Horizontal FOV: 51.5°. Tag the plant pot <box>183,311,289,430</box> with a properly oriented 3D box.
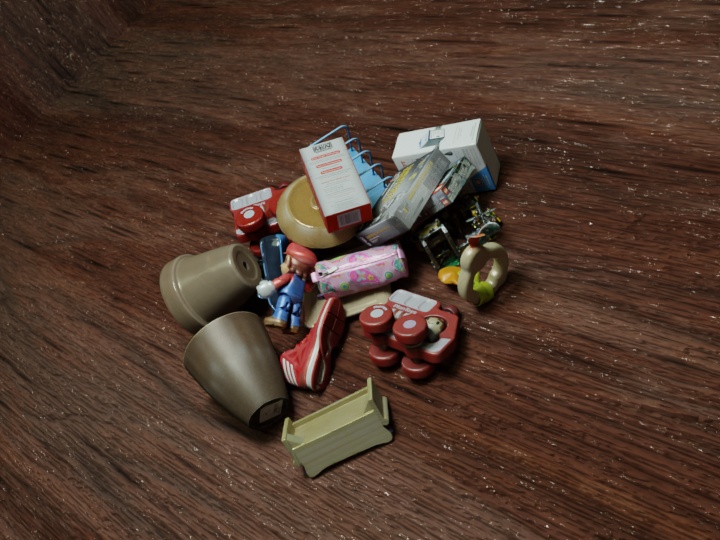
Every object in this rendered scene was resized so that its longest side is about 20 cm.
[{"bbox_3d":[-0.233,0.219,1.522,0.187,0.187,0.200,-39,57,-4],"label":"plant pot"}]

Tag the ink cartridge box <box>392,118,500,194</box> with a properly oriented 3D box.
[{"bbox_3d":[0.192,-0.243,1.661,0.200,0.147,0.086,-7,49,28],"label":"ink cartridge box"}]

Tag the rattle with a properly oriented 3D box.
[{"bbox_3d":[0.203,-0.037,1.429,0.130,0.200,0.143,-33,47,0],"label":"rattle"}]

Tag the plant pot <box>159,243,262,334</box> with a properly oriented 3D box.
[{"bbox_3d":[-0.322,0.029,1.694,0.174,0.200,0.200,-28,43,20],"label":"plant pot"}]

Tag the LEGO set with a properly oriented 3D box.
[{"bbox_3d":[0.185,-0.097,1.559,0.200,0.116,0.154,-26,43,10],"label":"LEGO set"}]

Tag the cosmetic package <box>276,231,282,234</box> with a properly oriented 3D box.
[{"bbox_3d":[-0.172,-0.132,1.850,0.200,0.073,0.104,-11,48,23],"label":"cosmetic package"}]

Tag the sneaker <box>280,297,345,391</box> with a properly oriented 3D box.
[{"bbox_3d":[-0.110,0.147,1.550,0.115,0.078,0.200,1,61,34],"label":"sneaker"}]

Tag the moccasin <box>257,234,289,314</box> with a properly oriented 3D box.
[{"bbox_3d":[-0.189,0.020,1.673,0.068,0.080,0.200,-2,90,20],"label":"moccasin"}]

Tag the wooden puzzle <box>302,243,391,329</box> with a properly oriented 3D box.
[{"bbox_3d":[-0.030,0.034,1.645,0.200,0.037,0.185,-16,47,13],"label":"wooden puzzle"}]

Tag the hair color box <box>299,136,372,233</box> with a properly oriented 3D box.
[{"bbox_3d":[-0.053,-0.181,1.567,0.101,0.061,0.200,-17,56,-6],"label":"hair color box"}]

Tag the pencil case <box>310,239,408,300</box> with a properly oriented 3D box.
[{"bbox_3d":[0.000,0.000,1.570,0.200,0.088,0.088,-14,46,7],"label":"pencil case"}]

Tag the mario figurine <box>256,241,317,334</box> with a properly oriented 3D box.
[{"bbox_3d":[-0.155,0.034,1.596,0.106,0.123,0.200,10,72,8],"label":"mario figurine"}]

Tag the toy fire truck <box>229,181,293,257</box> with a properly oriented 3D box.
[{"bbox_3d":[-0.205,-0.139,1.738,0.200,0.112,0.168,-20,47,3],"label":"toy fire truck"}]

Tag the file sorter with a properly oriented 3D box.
[{"bbox_3d":[-0.024,-0.216,1.736,0.139,0.123,0.200,-34,64,-10],"label":"file sorter"}]

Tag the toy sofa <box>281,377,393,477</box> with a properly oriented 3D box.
[{"bbox_3d":[-0.040,0.295,1.398,0.200,0.098,0.083,-28,19,9],"label":"toy sofa"}]

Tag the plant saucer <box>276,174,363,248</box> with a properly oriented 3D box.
[{"bbox_3d":[-0.085,-0.142,1.609,0.200,0.035,0.201,-1,61,2],"label":"plant saucer"}]

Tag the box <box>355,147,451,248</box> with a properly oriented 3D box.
[{"bbox_3d":[0.088,-0.150,1.564,0.158,0.048,0.200,-24,30,58],"label":"box"}]

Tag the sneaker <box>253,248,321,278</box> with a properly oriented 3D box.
[{"bbox_3d":[-0.182,-0.032,1.778,0.200,0.076,0.091,-8,42,15],"label":"sneaker"}]

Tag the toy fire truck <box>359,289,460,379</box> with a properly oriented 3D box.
[{"bbox_3d":[0.105,0.108,1.450,0.200,0.112,0.168,15,44,39],"label":"toy fire truck"}]

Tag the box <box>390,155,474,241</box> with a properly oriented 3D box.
[{"bbox_3d":[0.144,-0.153,1.605,0.200,0.040,0.137,-33,17,46],"label":"box"}]
